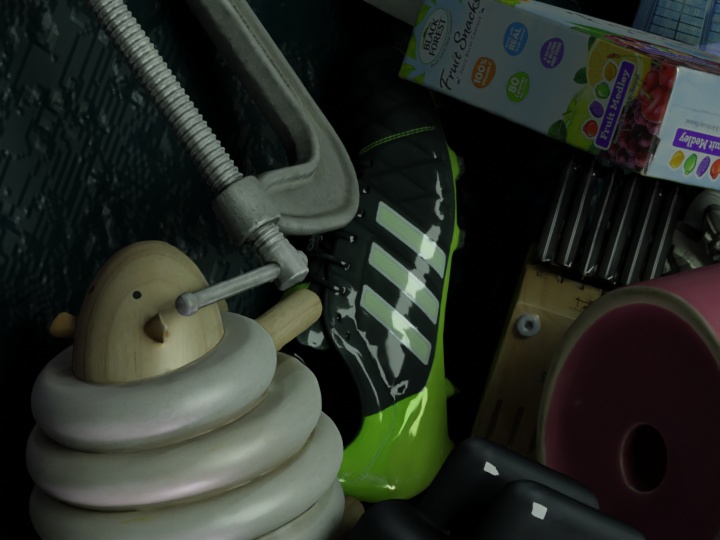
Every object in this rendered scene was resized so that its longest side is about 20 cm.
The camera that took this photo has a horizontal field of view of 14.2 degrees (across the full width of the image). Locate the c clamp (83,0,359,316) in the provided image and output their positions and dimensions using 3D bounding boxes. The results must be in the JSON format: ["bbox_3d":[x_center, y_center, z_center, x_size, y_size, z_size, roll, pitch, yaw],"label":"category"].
[{"bbox_3d":[-0.066,-0.077,1.151,0.200,0.027,0.171,58,28,14],"label":"c clamp"}]

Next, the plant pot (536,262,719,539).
[{"bbox_3d":[0.179,0.071,1.164,0.178,0.200,0.201,3,81,-36],"label":"plant pot"}]

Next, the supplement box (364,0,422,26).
[{"bbox_3d":[0.077,-0.204,1.304,0.200,0.073,0.126,-32,141,-42],"label":"supplement box"}]

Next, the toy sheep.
[{"bbox_3d":[-0.065,0.085,1.123,0.138,0.137,0.201,-30,111,-42],"label":"toy sheep"}]

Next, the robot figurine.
[{"bbox_3d":[0.026,0.166,1.093,0.201,0.124,0.150,-60,172,7],"label":"robot figurine"}]

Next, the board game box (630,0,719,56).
[{"bbox_3d":[0.218,-0.151,1.324,0.200,0.199,0.062,82,30,-52],"label":"board game box"}]

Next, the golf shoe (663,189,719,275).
[{"bbox_3d":[0.230,0.035,1.449,0.097,0.078,0.201,-48,116,-44],"label":"golf shoe"}]

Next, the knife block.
[{"bbox_3d":[0.092,0.044,1.312,0.176,0.064,0.201,-61,169,-74],"label":"knife block"}]

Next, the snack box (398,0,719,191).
[{"bbox_3d":[0.134,-0.072,1.258,0.200,0.142,0.053,9,101,-49],"label":"snack box"}]

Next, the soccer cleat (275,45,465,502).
[{"bbox_3d":[0.000,0.000,1.243,0.081,0.067,0.201,3,81,-31],"label":"soccer cleat"}]
